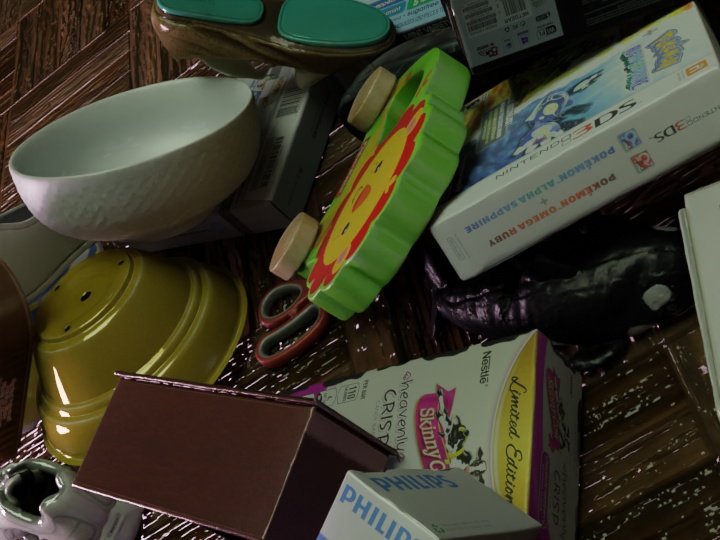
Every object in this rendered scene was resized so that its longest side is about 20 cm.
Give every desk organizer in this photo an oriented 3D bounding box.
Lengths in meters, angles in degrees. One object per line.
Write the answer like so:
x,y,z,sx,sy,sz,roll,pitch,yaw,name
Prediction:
-0.081,0.115,0.671,0.198,0.072,0.078,1,62,47,desk organizer

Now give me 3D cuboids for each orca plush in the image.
0.108,-0.005,0.689,0.198,0.071,0.106,9,65,46,orca plush

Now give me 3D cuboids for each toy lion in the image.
0.018,-0.059,0.737,0.202,0.068,0.191,-64,12,-18,toy lion

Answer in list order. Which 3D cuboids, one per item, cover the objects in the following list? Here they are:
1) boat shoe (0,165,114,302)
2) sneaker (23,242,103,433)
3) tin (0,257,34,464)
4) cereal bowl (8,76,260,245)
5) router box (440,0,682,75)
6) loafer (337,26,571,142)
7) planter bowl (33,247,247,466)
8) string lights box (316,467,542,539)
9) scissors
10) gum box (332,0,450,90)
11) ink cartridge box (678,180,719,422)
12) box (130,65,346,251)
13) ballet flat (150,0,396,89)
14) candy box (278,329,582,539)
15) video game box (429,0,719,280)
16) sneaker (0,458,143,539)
-0.283,-0.020,0.979,0.199,0.073,0.063,-37,14,-23,boat shoe
-0.293,0.035,0.999,0.075,0.105,0.202,-15,50,37,sneaker
-0.308,0.072,0.889,0.111,0.042,0.202,35,126,27,tin
-0.170,-0.079,0.909,0.197,0.084,0.201,-12,27,6,cereal bowl
0.149,-0.205,0.752,0.197,0.053,0.158,-18,25,7,router box
0.070,-0.157,0.853,0.198,0.073,0.073,-10,47,36,loafer
-0.191,0.044,0.889,0.198,0.084,0.202,-23,36,18,planter bowl
0.000,0.195,0.543,0.059,0.102,0.202,31,101,34,string lights box
0.000,0.000,0.834,0.199,0.014,0.074,-34,39,16,scissors
0.063,-0.260,0.963,0.168,0.044,0.202,-13,51,36,gum box
0.263,0.005,0.528,0.198,0.083,0.148,-22,45,28,ink cartridge box
-0.115,-0.099,0.998,0.198,0.041,0.158,-8,53,38,box
-0.070,-0.182,0.920,0.197,0.073,0.068,6,51,3,ballet flat
0.027,0.125,0.665,0.198,0.061,0.138,-17,48,32,candy box
0.135,-0.093,0.703,0.181,0.047,0.201,-27,20,21,video game box
-0.250,0.171,0.869,0.198,0.081,0.076,-5,56,42,sneaker
